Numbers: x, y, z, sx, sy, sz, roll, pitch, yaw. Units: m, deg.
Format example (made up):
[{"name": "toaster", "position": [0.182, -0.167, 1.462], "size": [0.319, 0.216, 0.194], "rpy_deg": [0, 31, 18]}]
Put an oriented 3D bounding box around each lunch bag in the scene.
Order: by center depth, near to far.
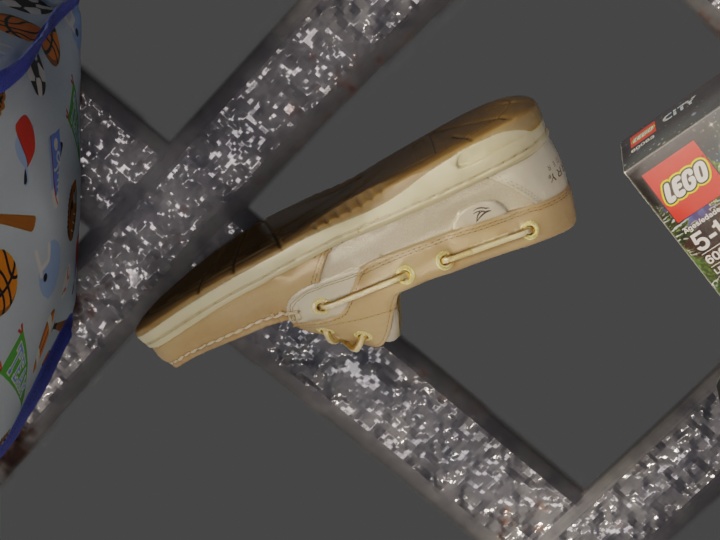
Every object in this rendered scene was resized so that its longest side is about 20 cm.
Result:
[{"name": "lunch bag", "position": [-0.182, -0.016, 0.945], "size": [0.124, 0.200, 0.170], "rpy_deg": [2, 114, 2]}]

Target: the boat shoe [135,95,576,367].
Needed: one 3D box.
[{"name": "boat shoe", "position": [0.000, 0.000, 1.010], "size": [0.200, 0.074, 0.069], "rpy_deg": [-27, 103, 13]}]

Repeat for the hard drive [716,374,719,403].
[{"name": "hard drive", "position": [0.260, -0.003, 1.017], "size": [0.139, 0.033, 0.200], "rpy_deg": [22, 113, -6]}]

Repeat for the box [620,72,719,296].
[{"name": "box", "position": [0.226, -0.051, 0.960], "size": [0.200, 0.038, 0.137], "rpy_deg": [-35, 107, 16]}]
